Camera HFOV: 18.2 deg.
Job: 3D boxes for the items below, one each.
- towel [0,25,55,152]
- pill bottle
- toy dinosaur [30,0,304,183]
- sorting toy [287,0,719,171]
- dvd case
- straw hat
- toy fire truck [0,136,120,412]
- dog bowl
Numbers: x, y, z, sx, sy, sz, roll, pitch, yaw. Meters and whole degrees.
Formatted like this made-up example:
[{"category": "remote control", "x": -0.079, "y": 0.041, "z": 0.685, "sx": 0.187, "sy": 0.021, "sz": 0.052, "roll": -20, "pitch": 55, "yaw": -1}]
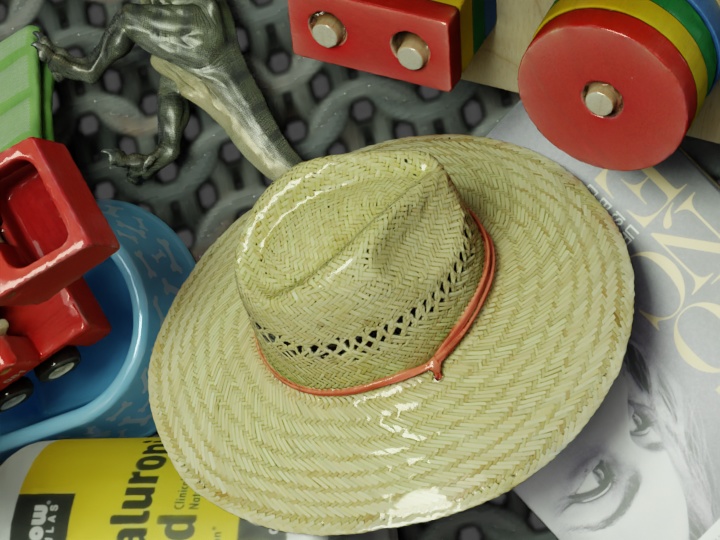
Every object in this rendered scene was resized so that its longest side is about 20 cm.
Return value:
[{"category": "towel", "x": -0.212, "y": -0.015, "z": 0.970, "sx": 0.200, "sy": 0.149, "sz": 0.031, "roll": -31, "pitch": 123, "yaw": 12}, {"category": "pill bottle", "x": -0.092, "y": 0.124, "z": 0.923, "sx": 0.199, "sy": 0.111, "sz": 0.112, "roll": -3, "pitch": 86, "yaw": 17}, {"category": "toy dinosaur", "x": -0.084, "y": -0.089, "z": 0.970, "sx": 0.088, "sy": 0.047, "sz": 0.200, "roll": -31, "pitch": 81, "yaw": 6}, {"category": "sorting toy", "x": 0.059, "y": -0.132, "z": 0.835, "sx": 0.198, "sy": 0.200, "sz": 0.070, "roll": 16, "pitch": 47, "yaw": 20}, {"category": "dvd case", "x": 0.105, "y": 0.029, "z": 0.917, "sx": 0.149, "sy": 0.016, "sz": 0.200, "roll": -46, "pitch": 75, "yaw": 9}, {"category": "straw hat", "x": 0.000, "y": 0.000, "z": 0.857, "sx": 0.200, "sy": 0.085, "sz": 0.202, "roll": -10, "pitch": 52, "yaw": 12}, {"category": "toy fire truck", "x": -0.169, "y": 0.028, "z": 0.885, "sx": 0.200, "sy": 0.141, "sz": 0.049, "roll": -34, "pitch": 77, "yaw": 12}, {"category": "dog bowl", "x": -0.166, "y": 0.037, "z": 0.984, "sx": 0.199, "sy": 0.050, "sz": 0.112, "roll": -19, "pitch": 81, "yaw": 16}]
